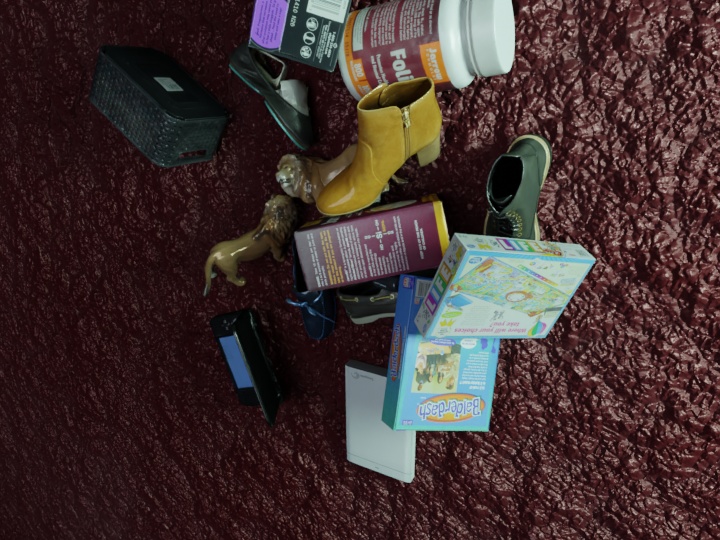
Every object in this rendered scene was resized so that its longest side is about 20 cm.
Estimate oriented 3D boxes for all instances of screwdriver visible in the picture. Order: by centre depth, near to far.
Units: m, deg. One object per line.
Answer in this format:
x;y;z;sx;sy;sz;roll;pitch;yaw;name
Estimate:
0.000;0.000;0.782;0.199;0.029;0.028;21;77;51;screwdriver

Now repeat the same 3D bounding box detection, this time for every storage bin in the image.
-0.339;-0.280;0.864;0.200;0.135;0.094;42;123;11;storage bin

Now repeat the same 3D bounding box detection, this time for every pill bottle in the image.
0.081;-0.279;0.631;0.198;0.114;0.116;2;108;31;pill bottle

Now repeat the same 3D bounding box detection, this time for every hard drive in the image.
0.035;0.267;0.904;0.131;0.027;0.202;10;111;27;hard drive

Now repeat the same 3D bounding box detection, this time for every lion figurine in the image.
-0.033;-0.148;0.781;0.198;0.072;0.124;-20;84;20;lion figurine
-0.185;-0.040;0.843;0.072;0.200;0.123;45;159;15;lion figurine

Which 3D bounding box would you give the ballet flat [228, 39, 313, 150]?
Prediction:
-0.127;-0.279;0.786;0.068;0.068;0.200;-44;83;22;ballet flat

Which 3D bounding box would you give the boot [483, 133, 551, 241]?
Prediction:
0.178;-0.061;0.636;0.077;0.138;0.202;11;113;26;boot

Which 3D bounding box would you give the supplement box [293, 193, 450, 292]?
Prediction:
0.020;-0.041;0.712;0.198;0.110;0.087;-11;102;7;supplement box

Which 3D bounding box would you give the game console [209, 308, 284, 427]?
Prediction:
-0.231;0.188;0.979;0.174;0.116;0.202;-13;100;33;game console

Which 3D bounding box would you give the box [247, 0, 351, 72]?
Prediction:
-0.078;-0.343;0.643;0.105;0.201;0.123;10;120;-18;box

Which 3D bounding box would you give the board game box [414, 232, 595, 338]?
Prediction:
0.180;0.025;0.638;0.034;0.198;0.135;-118;39;-47;board game box

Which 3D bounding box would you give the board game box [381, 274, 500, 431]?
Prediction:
0.115;0.114;0.698;0.045;0.150;0.203;-173;91;-68;board game box

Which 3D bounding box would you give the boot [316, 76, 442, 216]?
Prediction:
0.011;-0.159;0.653;0.200;0.144;0.071;-28;62;4;boot

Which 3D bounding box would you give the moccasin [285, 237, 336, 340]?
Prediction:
-0.093;0.028;0.869;0.080;0.068;0.202;1;107;30;moccasin

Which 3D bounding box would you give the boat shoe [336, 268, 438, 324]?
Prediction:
0.048;0.030;0.778;0.200;0.072;0.061;-20;118;36;boat shoe
